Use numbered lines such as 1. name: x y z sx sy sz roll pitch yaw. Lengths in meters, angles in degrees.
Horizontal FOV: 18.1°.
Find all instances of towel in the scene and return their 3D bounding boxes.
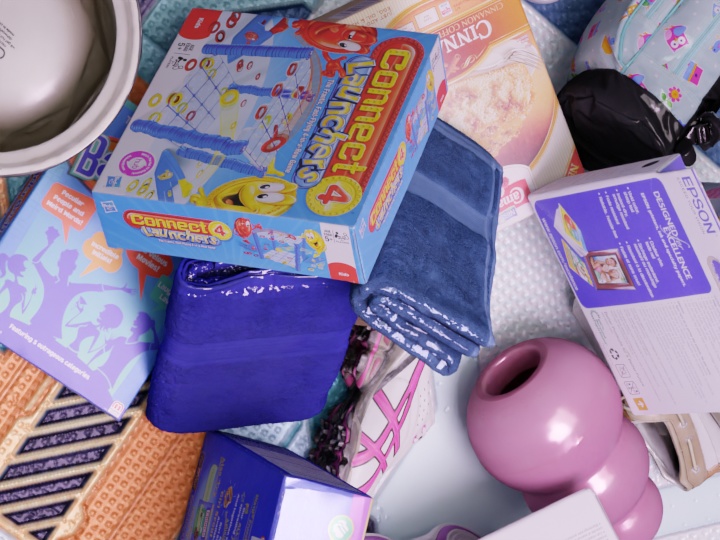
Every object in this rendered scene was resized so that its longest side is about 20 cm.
1. towel: 0.050 -0.029 1.610 0.111 0.048 0.201 32 42 -22
2. towel: -0.078 0.045 1.654 0.146 0.201 0.050 -4 55 -17

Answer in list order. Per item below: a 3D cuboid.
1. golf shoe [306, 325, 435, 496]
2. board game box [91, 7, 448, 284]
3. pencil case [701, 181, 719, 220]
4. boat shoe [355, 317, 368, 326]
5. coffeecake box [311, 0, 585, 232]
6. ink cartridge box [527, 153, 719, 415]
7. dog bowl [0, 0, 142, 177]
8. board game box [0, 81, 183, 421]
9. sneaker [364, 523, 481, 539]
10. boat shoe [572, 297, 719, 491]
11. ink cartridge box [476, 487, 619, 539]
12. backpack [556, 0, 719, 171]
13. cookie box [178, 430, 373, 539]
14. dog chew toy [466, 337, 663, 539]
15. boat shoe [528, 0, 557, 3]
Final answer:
1. golf shoe: 0.016 0.123 1.742 0.092 0.073 0.202 18 89 -22
2. board game box: -0.060 -0.092 1.591 0.056 0.194 0.201 78 27 -46
3. pencil case: 0.254 -0.025 1.747 0.090 0.200 0.084 -31 106 -23
4. boat shoe: 0.000 0.000 1.693 0.199 0.072 0.065 14 63 21
5. coffeecake box: 0.065 -0.126 1.733 0.153 0.073 0.201 -27 105 -16
6. ink cartridge box: 0.233 0.013 1.661 0.043 0.200 0.199 -33 103 -29
7. dog bowl: -0.253 -0.163 1.591 0.198 0.074 0.202 0 87 -7
8. board game box: -0.188 -0.015 1.667 0.152 0.045 0.201 34 82 -20
9. sneaker: 0.038 0.250 1.774 0.199 0.075 0.100 8 136 -35
10. boat shoe: 0.231 0.095 1.817 0.068 0.075 0.200 -48 110 -15
11. ink cartridge box: 0.121 0.281 1.666 0.199 0.045 0.177 -23 74 -13
12. backpack: 0.241 -0.174 1.753 0.126 0.167 0.200 41 75 -14
13. cookie box: -0.074 0.220 1.652 0.075 0.200 0.173 13 91 -21
14. dog chew toy: 0.170 0.148 1.782 0.124 0.124 0.200 -43 116 -11
15. boat shoe: 0.112 -0.295 1.737 0.072 0.062 0.201 -33 107 -14
